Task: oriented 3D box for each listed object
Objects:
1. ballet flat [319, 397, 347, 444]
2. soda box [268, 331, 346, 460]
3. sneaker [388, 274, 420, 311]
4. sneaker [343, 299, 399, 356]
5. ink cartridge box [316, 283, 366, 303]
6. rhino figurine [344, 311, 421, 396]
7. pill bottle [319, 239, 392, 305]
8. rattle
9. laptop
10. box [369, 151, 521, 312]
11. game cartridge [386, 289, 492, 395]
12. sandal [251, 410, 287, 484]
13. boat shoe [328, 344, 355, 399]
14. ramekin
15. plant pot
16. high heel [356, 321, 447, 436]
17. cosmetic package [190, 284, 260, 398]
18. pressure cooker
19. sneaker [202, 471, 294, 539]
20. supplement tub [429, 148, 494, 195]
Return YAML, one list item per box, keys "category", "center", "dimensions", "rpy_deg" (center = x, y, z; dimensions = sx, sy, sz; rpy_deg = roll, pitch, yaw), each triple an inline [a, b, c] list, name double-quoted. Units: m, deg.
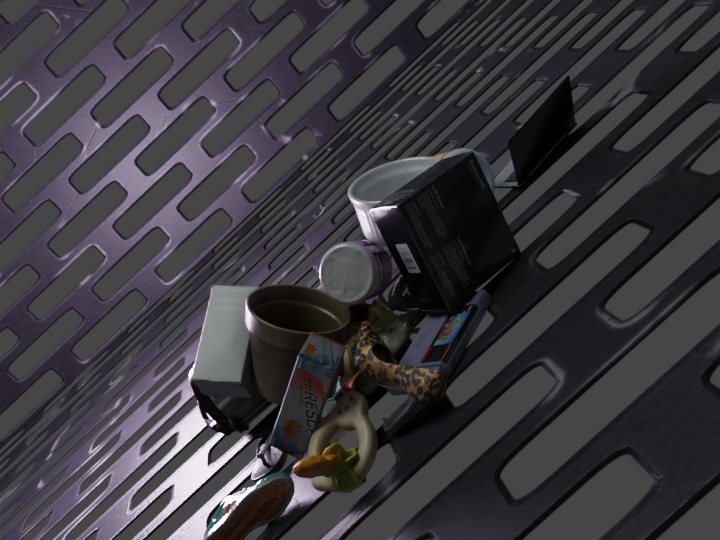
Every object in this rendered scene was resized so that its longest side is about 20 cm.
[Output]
- category: "ballet flat"
  center: [-0.063, 0.260, 1.378]
  dimensions: [0.198, 0.069, 0.073]
  rpy_deg: [-17, 48, 48]
- category: "soda box"
  center: [-0.085, 0.200, 1.277]
  dimensions: [0.069, 0.062, 0.203]
  rpy_deg: [-60, -8, -57]
- category: "sneaker"
  center: [0.106, 0.032, 1.482]
  dimensions: [0.080, 0.075, 0.199]
  rpy_deg: [-38, -4, 39]
- category: "sneaker"
  center: [-0.003, 0.102, 1.550]
  dimensions: [0.198, 0.090, 0.079]
  rpy_deg: [-27, 25, 44]
- category: "ink cartridge box"
  center: [-0.087, 0.104, 1.656]
  dimensions: [0.200, 0.086, 0.148]
  rpy_deg: [-44, -7, 2]
- category: "rhino figurine"
  center: [0.043, 0.141, 1.419]
  dimensions: [0.201, 0.060, 0.087]
  rpy_deg: [-48, 15, -19]
- category: "pill bottle"
  center: [0.000, 0.000, 1.522]
  dimensions: [0.111, 0.113, 0.200]
  rpy_deg: [-37, -6, 14]
- category: "rattle"
  center: [-0.050, 0.223, 1.226]
  dimensions: [0.129, 0.141, 0.205]
  rpy_deg: [-20, 53, 49]
- category: "laptop"
  center: [0.334, -0.272, 1.623]
  dimensions: [0.187, 0.116, 0.199]
  rpy_deg: [-46, 19, -12]
- category: "box"
  center: [0.145, -0.065, 1.374]
  dimensions: [0.180, 0.203, 0.103]
  rpy_deg: [-34, 14, -23]
- category: "game cartridge"
  center: [0.129, 0.117, 1.333]
  dimensions: [0.129, 0.038, 0.201]
  rpy_deg: [-23, 27, 55]
- category: "sandal"
  center: [-0.164, 0.315, 1.492]
  dimensions: [0.075, 0.043, 0.202]
  rpy_deg: [-34, 21, 26]
- category: "boat shoe"
  center: [-0.061, 0.187, 1.400]
  dimensions: [0.202, 0.064, 0.073]
  rpy_deg: [118, 146, -57]
- category: "ramekin"
  center: [0.081, -0.129, 1.522]
  dimensions: [0.195, 0.100, 0.202]
  rpy_deg: [-13, 26, 6]
- category: "plant pot"
  center: [-0.126, 0.147, 1.499]
  dimensions: [0.201, 0.194, 0.178]
  rpy_deg: [-97, 18, -68]
- category: "high heel"
  center: [0.065, 0.134, 1.252]
  dimensions: [0.143, 0.070, 0.203]
  rpy_deg: [-46, 48, 32]
- category: "cosmetic package"
  center: [-0.246, 0.135, 1.551]
  dimensions: [0.104, 0.091, 0.205]
  rpy_deg: [3, 64, 12]
- category: "pressure cooker"
  center: [-0.257, 0.232, 1.671]
  dimensions: [0.199, 0.180, 0.176]
  rpy_deg: [-39, 3, 9]
- category: "sneaker"
  center: [-0.189, 0.389, 1.338]
  dimensions: [0.199, 0.071, 0.080]
  rpy_deg: [-41, 22, 11]
- category: "supplement tub"
  center: [0.172, -0.169, 1.690]
  dimensions: [0.146, 0.146, 0.199]
  rpy_deg: [-49, 19, -20]
